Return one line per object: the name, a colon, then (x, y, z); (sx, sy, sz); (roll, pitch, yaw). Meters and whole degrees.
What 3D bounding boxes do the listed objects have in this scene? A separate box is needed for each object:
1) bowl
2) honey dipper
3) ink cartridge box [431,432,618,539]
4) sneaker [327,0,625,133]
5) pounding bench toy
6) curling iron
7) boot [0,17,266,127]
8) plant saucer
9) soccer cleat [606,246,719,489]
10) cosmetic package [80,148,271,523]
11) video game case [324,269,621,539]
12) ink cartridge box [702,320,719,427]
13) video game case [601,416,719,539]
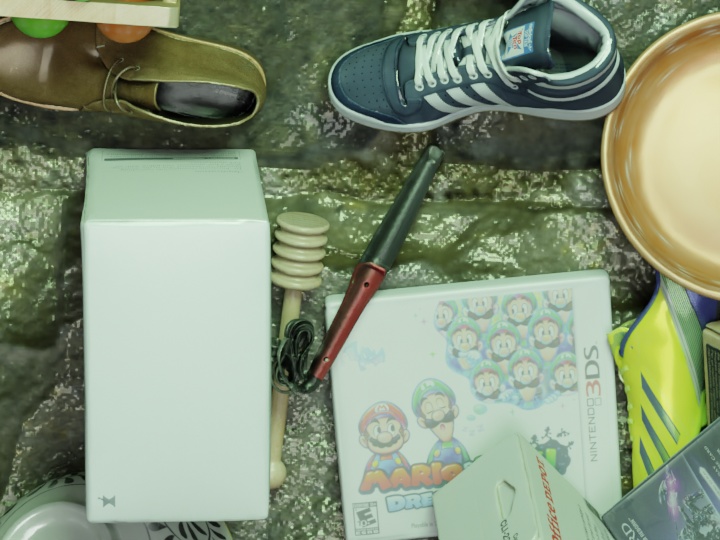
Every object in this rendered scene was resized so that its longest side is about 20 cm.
bowl: (-0.190, 0.212, 1.716); (0.201, 0.201, 0.094); (-30, 149, 5)
honey dipper: (-0.054, 0.059, 1.773); (0.038, 0.038, 0.200); (7, 107, -6)
ink cartridge box: (0.145, 0.229, 1.759); (0.084, 0.144, 0.200); (-37, 114, 15)
sneaker: (0.075, -0.139, 1.674); (0.200, 0.109, 0.070); (-1, 76, 4)
pounding bench toy: (-0.171, -0.219, 1.601); (0.124, 0.200, 0.156); (4, 105, -5)
curling iron: (0.000, 0.000, 1.744); (0.050, 0.026, 0.200); (38, 86, -40)
boot: (-0.160, -0.131, 1.692); (0.200, 0.075, 0.074); (7, 107, -5)
plant saucer: (0.262, -0.076, 1.729); (0.200, 0.037, 0.200); (0, 85, 0)
soccer cleat: (0.208, 0.073, 1.784); (0.084, 0.065, 0.200); (10, 102, 0)
cosmetic package: (-0.122, 0.038, 1.676); (0.123, 0.200, 0.199); (0, 106, -4)
video game case: (0.081, 0.097, 1.799); (0.200, 0.024, 0.182); (-5, 106, -2)
ink cartridge box: (0.342, 0.104, 1.765); (0.200, 0.075, 0.165); (-12, 109, -19)
video game case: (0.261, 0.174, 1.711); (0.143, 0.019, 0.200); (55, 136, 13)
